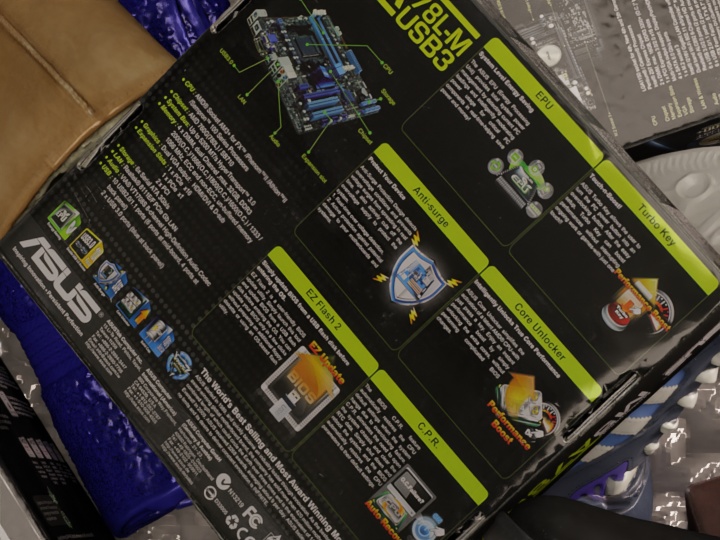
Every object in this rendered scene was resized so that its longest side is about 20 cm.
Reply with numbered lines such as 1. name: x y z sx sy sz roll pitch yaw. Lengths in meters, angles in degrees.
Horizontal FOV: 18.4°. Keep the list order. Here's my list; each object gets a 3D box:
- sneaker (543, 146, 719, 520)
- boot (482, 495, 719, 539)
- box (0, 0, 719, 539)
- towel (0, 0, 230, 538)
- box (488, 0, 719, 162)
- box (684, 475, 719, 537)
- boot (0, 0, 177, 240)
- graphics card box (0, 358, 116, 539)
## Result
1. sneaker: 0.099 0.051 0.841 0.200 0.081 0.147 -28 127 11
2. boot: 0.160 0.059 0.727 0.165 0.066 0.200 36 87 0
3. box: 0.000 0.000 0.776 0.193 0.048 0.200 -44 74 9
4. towel: -0.081 -0.010 0.894 0.148 0.050 0.200 -29 84 3
5. box: 0.066 -0.131 0.846 0.164 0.086 0.200 -19 84 3
6. box: 0.180 0.172 0.791 0.075 0.100 0.200 -19 60 0
7. boot: -0.127 -0.130 0.870 0.175 0.066 0.200 -48 61 12
8. graphics card box: -0.155 0.067 0.858 0.051 0.125 0.200 -34 84 -1
